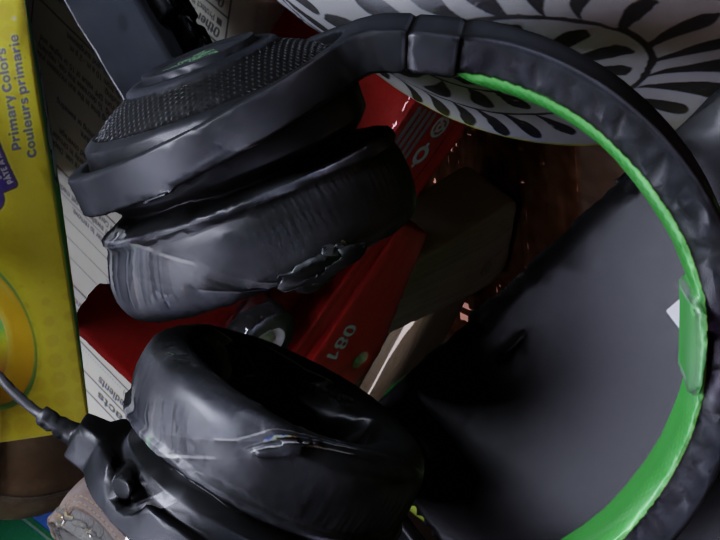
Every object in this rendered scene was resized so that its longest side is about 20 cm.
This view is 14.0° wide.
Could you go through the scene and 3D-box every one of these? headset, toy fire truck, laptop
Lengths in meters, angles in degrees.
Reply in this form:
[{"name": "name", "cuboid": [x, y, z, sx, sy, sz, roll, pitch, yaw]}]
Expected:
[{"name": "headset", "cuboid": [-0.025, 0.015, 0.572, 0.199, 0.094, 0.124, 0, 102, 6]}, {"name": "toy fire truck", "cuboid": [0.000, 0.000, 0.748, 0.049, 0.141, 0.200, 40, 100, 28]}, {"name": "laptop", "cuboid": [0.086, 0.083, 0.647, 0.200, 0.103, 0.177, -43, 75, 20]}]

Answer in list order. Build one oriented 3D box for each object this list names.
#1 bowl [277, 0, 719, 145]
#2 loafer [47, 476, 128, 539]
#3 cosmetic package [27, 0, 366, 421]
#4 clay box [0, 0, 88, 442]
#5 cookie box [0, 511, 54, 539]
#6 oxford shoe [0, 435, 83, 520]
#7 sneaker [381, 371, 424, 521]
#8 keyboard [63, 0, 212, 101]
[{"name": "bowl", "cuboid": [0.017, -0.122, 0.596, 0.200, 0.094, 0.202, 5, 98, 37]}, {"name": "loafer", "cuboid": [-0.017, 0.134, 0.723, 0.200, 0.063, 0.072, 48, 168, 10]}, {"name": "cosmetic package", "cuboid": [-0.043, -0.031, 0.811, 0.105, 0.071, 0.200, 44, 141, 30]}, {"name": "clay box", "cuboid": [-0.099, -0.039, 0.699, 0.200, 0.047, 0.115, -118, 19, -65]}, {"name": "cookie box", "cuboid": [-0.118, 0.140, 0.924, 0.200, 0.171, 0.075, 32, 161, 38]}, {"name": "oxford shoe", "cuboid": [-0.130, -0.004, 0.947, 0.073, 0.084, 0.201, -50, 49, 44]}, {"name": "sneaker", "cuboid": [0.081, 0.020, 0.685, 0.200, 0.074, 0.084, -9, 103, 44]}, {"name": "keyboard", "cuboid": [-0.068, -0.109, 0.650, 0.040, 0.104, 0.200, -34, 78, 11]}]
